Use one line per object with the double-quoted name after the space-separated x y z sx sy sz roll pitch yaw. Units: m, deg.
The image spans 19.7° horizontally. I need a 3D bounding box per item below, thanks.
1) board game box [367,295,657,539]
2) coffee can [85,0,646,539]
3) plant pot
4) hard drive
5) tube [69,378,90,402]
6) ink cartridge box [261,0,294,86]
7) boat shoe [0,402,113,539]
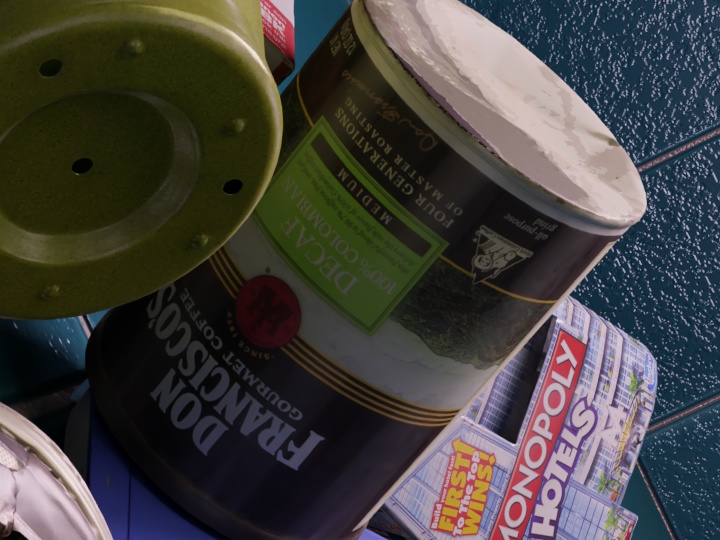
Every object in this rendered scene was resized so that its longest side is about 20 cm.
0.069 0.095 1.077 0.200 0.062 0.201 31 75 -43 "board game box"
0.000 0.000 0.861 0.146 0.200 0.147 33 23 -16 "coffee can"
-0.114 -0.094 0.688 0.200 0.200 0.193 51 9 -51 "plant pot"
-0.033 0.135 0.857 0.200 0.025 0.132 30 24 -21 "hard drive"
-0.084 0.042 0.992 0.200 0.077 0.051 -79 -178 -74 "tube"
-0.106 -0.107 0.939 0.084 0.144 0.200 41 19 -21 "ink cartridge box"
-0.147 0.063 0.621 0.200 0.074 0.073 51 24 -19 "boat shoe"
